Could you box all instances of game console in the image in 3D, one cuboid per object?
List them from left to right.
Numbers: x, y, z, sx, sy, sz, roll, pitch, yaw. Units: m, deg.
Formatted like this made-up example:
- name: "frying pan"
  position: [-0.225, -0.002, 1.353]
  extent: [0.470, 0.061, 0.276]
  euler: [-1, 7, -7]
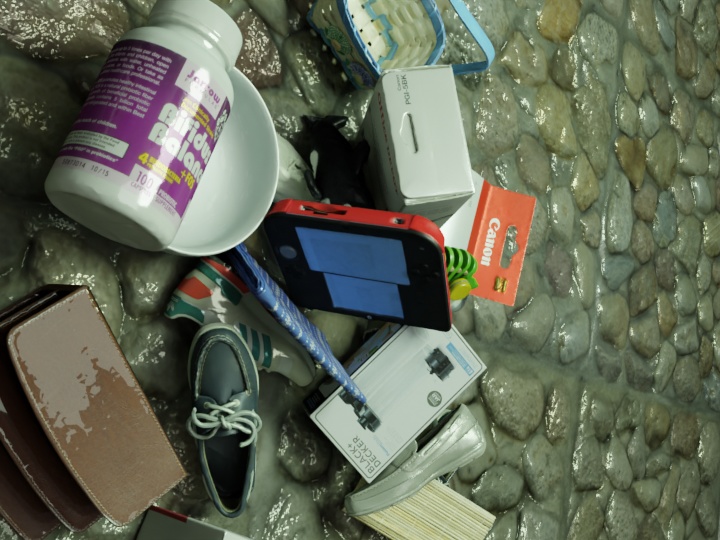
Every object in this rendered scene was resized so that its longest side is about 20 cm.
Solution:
- name: "game console"
  position: [0.000, 0.000, 0.829]
  extent: [0.179, 0.196, 0.031]
  euler: [79, 27, -47]

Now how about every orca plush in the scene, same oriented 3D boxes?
- name: "orca plush"
  position: [-0.008, -0.122, 0.877]
  extent: [0.105, 0.071, 0.202]
  euler: [35, 32, -33]

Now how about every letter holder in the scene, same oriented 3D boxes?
- name: "letter holder"
  position: [-0.270, 0.135, 0.672]
  extent: [0.142, 0.100, 0.203]
  euler: [-36, 113, -35]

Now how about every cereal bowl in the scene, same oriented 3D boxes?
- name: "cereal bowl"
  position: [-0.182, -0.114, 0.771]
  extent: [0.198, 0.082, 0.205]
  euler: [1, 88, -42]

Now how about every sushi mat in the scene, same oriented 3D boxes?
- name: "sushi mat"
  position: [0.078, 0.316, 0.990]
  extent: [0.198, 0.012, 0.097]
  euler: [34, 82, -14]

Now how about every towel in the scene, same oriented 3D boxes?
- name: "towel"
  position: [-0.072, 0.049, 0.831]
  extent: [0.024, 0.145, 0.201]
  euler: [-40, 125, -2]

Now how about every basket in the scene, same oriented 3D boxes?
- name: "basket"
  position: [0.047, -0.295, 0.908]
  extent: [0.177, 0.198, 0.140]
  euler: [48, 59, -29]

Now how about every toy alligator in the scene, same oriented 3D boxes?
- name: "toy alligator"
  position: [0.082, -0.009, 0.920]
  extent: [0.197, 0.054, 0.060]
  euler: [10, 41, -37]

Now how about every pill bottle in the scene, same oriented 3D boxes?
- name: "pill bottle"
  position: [-0.173, -0.129, 0.647]
  extent: [0.112, 0.111, 0.203]
  euler: [33, 68, -37]

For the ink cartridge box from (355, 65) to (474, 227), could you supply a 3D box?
- name: "ink cartridge box"
  position: [0.057, -0.124, 0.885]
  extent: [0.081, 0.200, 0.150]
  euler: [-8, 81, -10]

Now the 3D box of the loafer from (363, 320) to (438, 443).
- name: "loafer"
  position: [0.050, 0.153, 0.983]
  extent: [0.070, 0.074, 0.203]
  euler: [-41, 117, -50]

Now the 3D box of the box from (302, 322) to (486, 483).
- name: "box"
  position: [0.041, 0.140, 0.921]
  extent: [0.199, 0.060, 0.117]
  euler: [-41, 104, -6]

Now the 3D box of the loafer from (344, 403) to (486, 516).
- name: "loafer"
  position: [0.062, 0.236, 0.947]
  extent: [0.197, 0.070, 0.071]
  euler: [-26, 86, -18]

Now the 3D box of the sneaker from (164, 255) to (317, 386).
- name: "sneaker"
  position: [-0.132, 0.076, 0.836]
  extent: [0.094, 0.070, 0.201]
  euler: [-47, 123, -13]

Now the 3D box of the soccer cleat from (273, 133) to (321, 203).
- name: "soccer cleat"
  position: [-0.057, -0.080, 0.891]
  extent: [0.069, 0.077, 0.202]
  euler: [-49, 120, -32]

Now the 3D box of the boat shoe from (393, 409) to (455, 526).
- name: "boat shoe"
  position: [0.097, 0.276, 1.039]
  extent: [0.200, 0.061, 0.076]
  euler: [-47, 121, -33]

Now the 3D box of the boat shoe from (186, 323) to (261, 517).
- name: "boat shoe"
  position: [-0.139, 0.155, 0.779]
  extent: [0.073, 0.062, 0.204]
  euler: [0, 110, -11]

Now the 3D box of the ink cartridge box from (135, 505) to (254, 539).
- name: "ink cartridge box"
  position: [-0.118, 0.319, 0.779]
  extent: [0.199, 0.145, 0.084]
  euler: [37, 63, -37]

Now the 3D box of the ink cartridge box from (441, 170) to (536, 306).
- name: "ink cartridge box"
  position: [0.131, -0.058, 1.013]
  extent: [0.196, 0.047, 0.163]
  euler: [16, 76, -1]

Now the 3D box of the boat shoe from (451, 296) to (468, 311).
- name: "boat shoe"
  position: [0.128, -0.041, 1.082]
  extent: [0.071, 0.069, 0.205]
  euler: [30, 63, -64]
